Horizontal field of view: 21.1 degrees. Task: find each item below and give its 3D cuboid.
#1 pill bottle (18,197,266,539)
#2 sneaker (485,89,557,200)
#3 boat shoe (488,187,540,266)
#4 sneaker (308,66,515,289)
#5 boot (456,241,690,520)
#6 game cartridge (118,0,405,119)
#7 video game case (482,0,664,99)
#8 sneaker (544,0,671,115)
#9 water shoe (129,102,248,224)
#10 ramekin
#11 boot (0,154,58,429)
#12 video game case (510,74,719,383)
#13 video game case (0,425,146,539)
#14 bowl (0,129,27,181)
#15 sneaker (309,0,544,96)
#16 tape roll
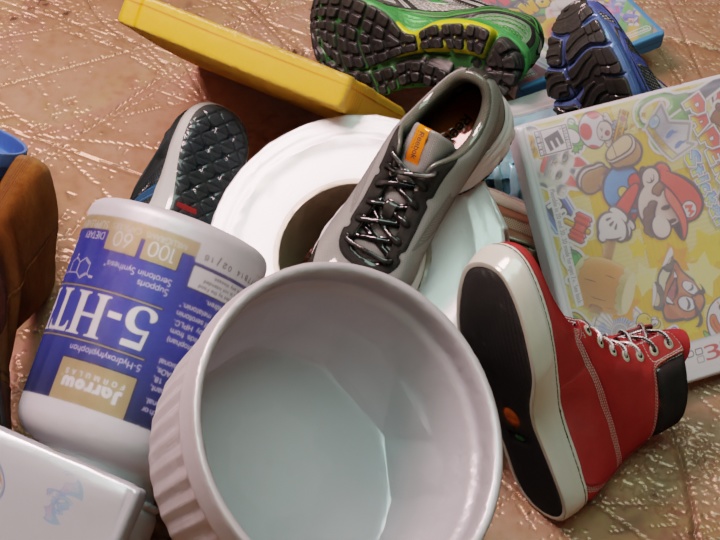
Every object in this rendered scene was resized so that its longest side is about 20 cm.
[{"bbox_3d":[-0.143,0.068,1.196,0.119,0.120,0.201,17,79,8],"label":"pill bottle"},{"bbox_3d":[0.112,-0.075,1.410,0.199,0.074,0.082,-25,54,-23],"label":"sneaker"},{"bbox_3d":[0.094,-0.009,1.354,0.199,0.076,0.072,7,52,1],"label":"boat shoe"},{"bbox_3d":[0.025,-0.047,1.225,0.074,0.079,0.201,30,78,16],"label":"sneaker"},{"bbox_3d":[0.144,0.042,1.238,0.144,0.201,0.072,-35,34,-24],"label":"boot"},{"bbox_3d":[-0.066,-0.145,1.387,0.176,0.200,0.033,23,90,12],"label":"game cartridge"},{"bbox_3d":[0.128,-0.224,1.549,0.143,0.018,0.200,-23,55,-23],"label":"video game case"},{"bbox_3d":[0.201,-0.111,1.403,0.075,0.201,0.078,-12,27,43],"label":"sneaker"},{"bbox_3d":[-0.135,-0.020,1.346,0.071,0.079,0.201,30,72,-19],"label":"water shoe"},{"bbox_3d":[-0.027,0.105,1.117,0.199,0.105,0.201,11,67,-27],"label":"ramekin"},{"bbox_3d":[-0.240,0.045,1.252,0.068,0.189,0.200,-2,22,7],"label":"boot"},{"bbox_3d":[0.208,-0.022,1.334,0.181,0.023,0.201,-15,91,-18],"label":"video game case"},{"bbox_3d":[-0.243,0.185,1.121,0.181,0.024,0.201,21,83,12],"label":"video game case"},{"bbox_3d":[-0.329,-0.091,1.325,0.200,0.040,0.201,15,9,-3],"label":"bowl"},{"bbox_3d":[0.048,-0.173,1.476,0.199,0.078,0.085,16,30,29],"label":"sneaker"},{"bbox_3d":[0.000,0.000,1.290,0.201,0.071,0.204,-3,69,8],"label":"tape roll"}]
